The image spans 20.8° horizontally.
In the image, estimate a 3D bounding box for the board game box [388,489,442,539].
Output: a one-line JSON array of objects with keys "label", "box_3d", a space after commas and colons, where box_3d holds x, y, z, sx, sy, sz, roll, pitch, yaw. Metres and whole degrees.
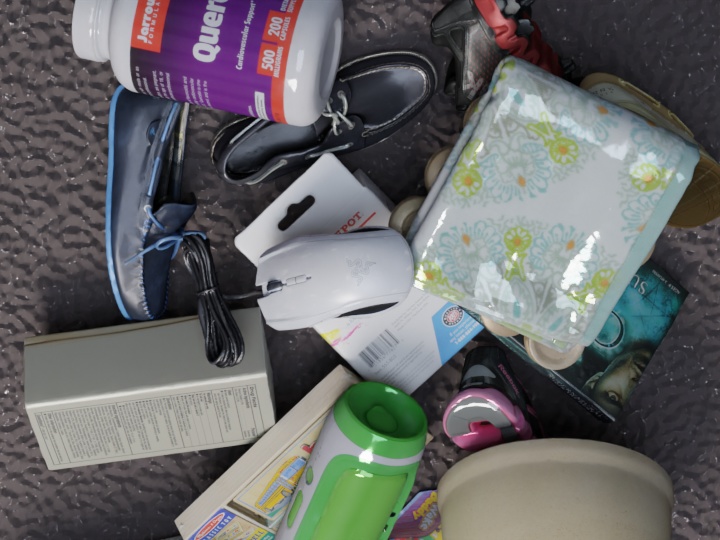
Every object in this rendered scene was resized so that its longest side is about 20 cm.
[{"label": "board game box", "box_3d": [0.071, 0.293, 1.736, 0.158, 0.039, 0.200, 41, 101, -14]}]

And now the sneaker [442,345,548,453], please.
[{"label": "sneaker", "box_3d": [0.133, 0.141, 1.674, 0.078, 0.096, 0.201, -13, 133, 18]}]

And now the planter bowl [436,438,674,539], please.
[{"label": "planter bowl", "box_3d": [0.161, 0.243, 1.608, 0.198, 0.136, 0.201, 1, 147, 1]}]

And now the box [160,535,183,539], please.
[{"label": "box", "box_3d": [-0.201, 0.363, 1.677, 0.197, 0.171, 0.201, -13, 108, 2]}]

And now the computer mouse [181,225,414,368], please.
[{"label": "computer mouse", "box_3d": [-0.052, 0.008, 1.526, 0.199, 0.044, 0.111, -13, 81, 29]}]

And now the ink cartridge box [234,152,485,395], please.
[{"label": "ink cartridge box", "box_3d": [0.000, 0.000, 1.626, 0.115, 0.068, 0.200, -42, 105, 8]}]

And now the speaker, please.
[{"label": "speaker", "box_3d": [-0.012, 0.190, 1.619, 0.088, 0.089, 0.201, 18, 121, -8]}]

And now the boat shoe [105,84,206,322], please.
[{"label": "boat shoe", "box_3d": [-0.167, -0.052, 1.591, 0.068, 0.084, 0.202, 4, 110, 14]}]

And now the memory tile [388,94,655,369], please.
[{"label": "memory tile", "box_3d": [0.131, -0.029, 1.566, 0.200, 0.017, 0.154, 38, 89, -17]}]

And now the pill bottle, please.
[{"label": "pill bottle", "box_3d": [-0.118, -0.184, 1.527, 0.198, 0.112, 0.113, 12, 107, 9]}]

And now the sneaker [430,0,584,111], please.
[{"label": "sneaker", "box_3d": [0.124, -0.148, 1.587, 0.097, 0.071, 0.201, -24, 119, 22]}]

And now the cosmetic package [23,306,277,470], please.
[{"label": "cosmetic package", "box_3d": [-0.172, 0.099, 1.626, 0.198, 0.073, 0.104, -8, 143, -2]}]

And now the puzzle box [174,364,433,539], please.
[{"label": "puzzle box", "box_3d": [-0.046, 0.176, 1.666, 0.200, 0.025, 0.133, -44, 138, 10]}]

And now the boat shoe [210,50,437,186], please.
[{"label": "boat shoe", "box_3d": [-0.028, -0.117, 1.590, 0.199, 0.063, 0.073, -22, 107, 4]}]

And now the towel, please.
[{"label": "towel", "box_3d": [0.141, -0.045, 1.502, 0.170, 0.048, 0.201, 22, 113, -14]}]

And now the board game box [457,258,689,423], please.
[{"label": "board game box", "box_3d": [0.166, 0.014, 1.623, 0.200, 0.028, 0.136, 38, 72, -17]}]

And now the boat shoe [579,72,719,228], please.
[{"label": "boat shoe", "box_3d": [0.239, -0.099, 1.584, 0.074, 0.067, 0.200, -30, 142, 19]}]
